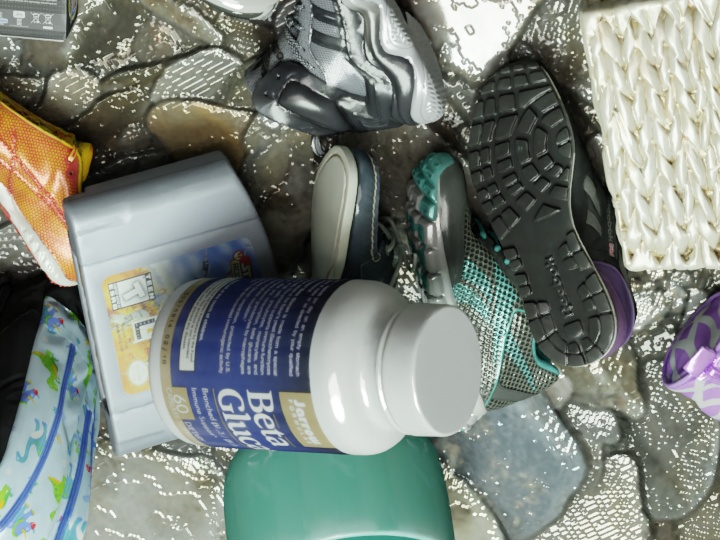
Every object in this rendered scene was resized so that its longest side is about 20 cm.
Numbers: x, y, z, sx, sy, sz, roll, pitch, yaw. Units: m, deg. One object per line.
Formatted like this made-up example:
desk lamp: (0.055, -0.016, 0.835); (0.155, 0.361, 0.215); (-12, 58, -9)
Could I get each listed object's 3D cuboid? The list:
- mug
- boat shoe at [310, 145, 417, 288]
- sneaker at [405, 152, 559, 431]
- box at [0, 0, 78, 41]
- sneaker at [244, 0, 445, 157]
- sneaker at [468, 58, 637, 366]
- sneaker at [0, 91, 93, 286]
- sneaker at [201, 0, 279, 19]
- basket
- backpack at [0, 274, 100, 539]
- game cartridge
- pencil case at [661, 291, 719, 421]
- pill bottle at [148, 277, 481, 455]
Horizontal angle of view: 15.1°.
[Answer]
mug: (-0.026, 0.166, 1.852); (0.151, 0.115, 0.185); (13, 144, -35)
boat shoe: (0.000, 0.000, 1.797); (0.061, 0.075, 0.201); (-3, 128, -11)
sneaker: (0.083, 0.007, 1.809); (0.091, 0.078, 0.201); (-14, 120, -5)
box: (-0.278, -0.234, 1.723); (0.199, 0.044, 0.161); (5, 118, 3)
sneaker: (-0.033, -0.160, 1.717); (0.113, 0.076, 0.201); (-24, 116, 15)
sneaker: (0.129, -0.040, 1.776); (0.075, 0.087, 0.201); (-13, 92, 27)
sneaker: (-0.224, -0.082, 1.795); (0.077, 0.073, 0.200); (-35, 117, 5)
sneaker: (-0.121, -0.244, 1.642); (0.199, 0.075, 0.116); (24, 113, -9)
basket: (0.211, -0.108, 1.689); (0.123, 0.136, 0.201); (-8, 117, 12)
backpack: (-0.250, 0.120, 1.821); (0.162, 0.200, 0.154); (-24, 114, 16)
game cartridge: (-0.120, 0.023, 1.820); (0.132, 0.042, 0.201); (-14, 122, -9)
pencil case: (0.296, 0.096, 1.817); (0.199, 0.086, 0.084); (32, 118, -10)
pill bottle: (-0.027, 0.061, 1.726); (0.199, 0.111, 0.112); (0, 121, 35)
